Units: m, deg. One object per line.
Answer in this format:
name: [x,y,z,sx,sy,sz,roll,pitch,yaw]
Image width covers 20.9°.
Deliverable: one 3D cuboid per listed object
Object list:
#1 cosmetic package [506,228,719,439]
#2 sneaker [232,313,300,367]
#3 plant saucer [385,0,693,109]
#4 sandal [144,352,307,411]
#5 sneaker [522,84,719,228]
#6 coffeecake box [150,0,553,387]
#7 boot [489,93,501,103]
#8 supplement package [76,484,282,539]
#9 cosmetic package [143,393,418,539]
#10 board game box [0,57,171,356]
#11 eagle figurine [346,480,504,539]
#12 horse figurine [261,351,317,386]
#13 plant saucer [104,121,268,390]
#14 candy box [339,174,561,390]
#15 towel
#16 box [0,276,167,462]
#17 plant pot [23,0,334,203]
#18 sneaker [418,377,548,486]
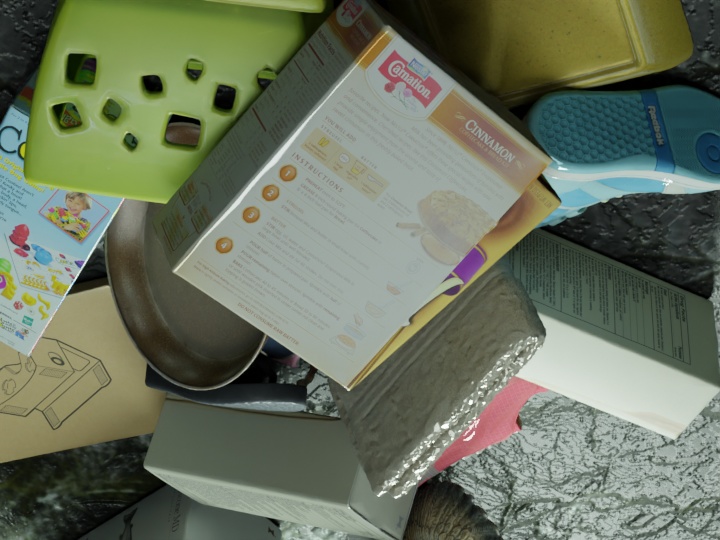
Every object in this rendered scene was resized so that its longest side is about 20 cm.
cosmetic package: [0.176,0.043,1.513,0.200,0.105,0.071,23,129,-13]
sneaker: [0.000,0.000,1.494,0.200,0.070,0.082,-31,135,3]
plant saucer: [0.115,-0.190,1.353,0.200,0.048,0.200,-14,128,15]
sandal: [-0.112,0.081,1.524,0.076,0.043,0.200,7,180,-35]
sneaker: [0.186,-0.079,1.436,0.200,0.080,0.131,5,158,-22]
coffeecake box: [-0.006,-0.050,1.221,0.153,0.073,0.200,36,102,-31]
boot: [0.002,-0.078,1.412,0.071,0.144,0.201,14,116,-51]
supplement package: [-0.182,0.287,1.739,0.200,0.117,0.117,-33,121,28]
cosmetic package: [-0.063,0.159,1.583,0.200,0.073,0.104,6,159,29]
board game box: [-0.236,-0.053,1.450,0.105,0.103,0.200,31,127,-8]
eagle figurine: [0.060,0.264,1.659,0.151,0.152,0.200,-21,170,4]
horse figurine: [-0.077,0.026,1.552,0.200,0.050,0.133,26,133,-20]
plant saucer: [-0.120,-0.012,1.459,0.032,0.200,0.200,-9,146,-45]
candy box: [0.023,-0.025,1.322,0.200,0.056,0.117,-42,121,11]
towel: [0.054,0.064,1.447,0.034,0.133,0.200,15,128,-39]
box: [-0.268,0.088,1.636,0.200,0.021,0.164,-12,129,15]
plant pot: [-0.111,-0.169,1.295,0.199,0.200,0.182,7,125,-2]
sneaker: [0.087,0.131,1.615,0.087,0.074,0.200,22,130,-20]
